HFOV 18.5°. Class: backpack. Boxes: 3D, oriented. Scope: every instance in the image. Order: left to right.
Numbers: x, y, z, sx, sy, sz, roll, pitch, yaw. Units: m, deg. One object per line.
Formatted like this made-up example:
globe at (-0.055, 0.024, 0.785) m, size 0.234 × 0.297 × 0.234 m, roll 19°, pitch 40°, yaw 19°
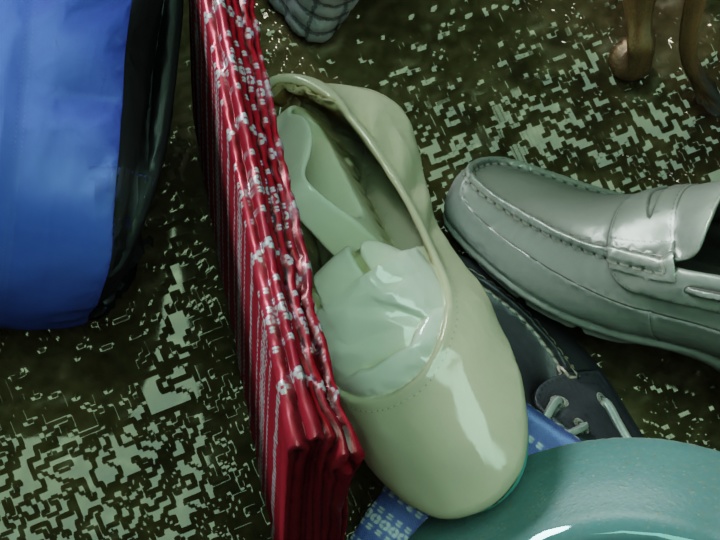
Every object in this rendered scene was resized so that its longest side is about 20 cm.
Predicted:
backpack at (-0.146, -0.078, 0.763) m, size 0.167 × 0.163 × 0.200 m, roll -1°, pitch 82°, yaw -8°

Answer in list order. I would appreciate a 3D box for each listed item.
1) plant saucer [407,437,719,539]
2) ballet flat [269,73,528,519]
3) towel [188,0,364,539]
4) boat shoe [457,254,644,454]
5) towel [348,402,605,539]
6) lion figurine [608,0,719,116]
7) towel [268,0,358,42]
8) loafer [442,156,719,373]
plant saucer at (0.087, 0.154, 0.710) m, size 0.200 × 0.036 × 0.200 m, roll -1°, pitch 84°, yaw 10°
ballet flat at (0.000, 0.000, 0.763) m, size 0.069 × 0.070 × 0.200 m, roll -13°, pitch 44°, yaw -9°
towel at (-0.032, -0.001, 0.729) m, size 0.022 × 0.145 × 0.200 m, roll -9°, pitch 64°, yaw -8°
boat shoe at (0.077, 0.068, 0.789) m, size 0.073 × 0.063 × 0.200 m, roll -34°, pitch 79°, yaw -14°
towel at (0.039, 0.154, 0.749) m, size 0.145 × 0.024 × 0.200 m, roll 35°, pitch 91°, yaw 11°
lion figurine at (0.113, -0.167, 0.833) m, size 0.072 × 0.123 × 0.200 m, roll -18°, pitch 76°, yaw -11°
towel at (-0.032, -0.205, 0.809) m, size 0.086 × 0.166 × 0.200 m, roll -37°, pitch 80°, yaw -21°
loafer at (0.121, -0.004, 0.785) m, size 0.200 × 0.070 × 0.070 m, roll 23°, pitch 31°, yaw 24°
